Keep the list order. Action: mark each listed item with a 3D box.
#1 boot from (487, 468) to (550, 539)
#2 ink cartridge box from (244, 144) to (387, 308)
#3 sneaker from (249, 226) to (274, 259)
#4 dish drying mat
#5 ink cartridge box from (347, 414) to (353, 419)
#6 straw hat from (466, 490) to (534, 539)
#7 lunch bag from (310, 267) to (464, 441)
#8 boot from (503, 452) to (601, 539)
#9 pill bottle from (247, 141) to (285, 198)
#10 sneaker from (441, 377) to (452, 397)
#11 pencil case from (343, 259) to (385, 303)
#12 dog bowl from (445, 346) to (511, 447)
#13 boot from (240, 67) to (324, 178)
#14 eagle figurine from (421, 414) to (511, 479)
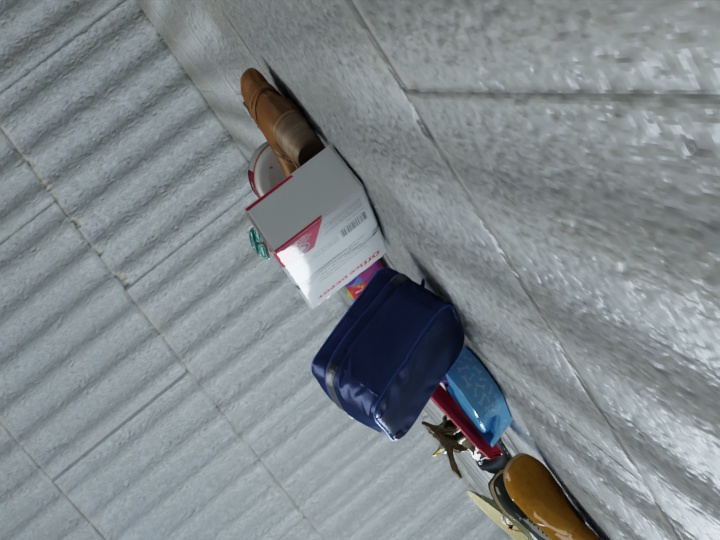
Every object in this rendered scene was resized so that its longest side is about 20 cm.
[{"bbox_3d":[0.318,0.429,1.488,0.199,0.078,0.138,41,174,-11],"label":"boot"},{"bbox_3d":[-0.054,-0.053,1.180,0.085,0.144,0.201,51,175,25],"label":"ink cartridge box"},{"bbox_3d":[-0.083,-0.077,1.380,0.092,0.196,0.079,-52,-49,-50],"label":"sneaker"},{"bbox_3d":[0.142,0.219,1.362,0.200,0.018,0.077,47,-169,24],"label":"dish drying mat"},{"bbox_3d":[0.035,0.152,1.452,0.047,0.199,0.161,48,174,26],"label":"ink cartridge box"},{"bbox_3d":[0.317,0.481,1.750,0.200,0.085,0.201,41,168,10],"label":"straw hat"},{"bbox_3d":[0.036,0.097,1.122,0.131,0.201,0.137,28,161,31],"label":"lunch bag"},{"bbox_3d":[0.292,0.354,1.228,0.202,0.071,0.144,53,171,-32],"label":"boot"},{"bbox_3d":[-0.124,-0.155,1.381,0.110,0.109,0.200,54,175,-14],"label":"pill bottle"},{"bbox_3d":[0.111,0.141,1.326,0.081,0.083,0.201,49,176,44],"label":"sneaker"},{"bbox_3d":[0.000,0.000,1.442,0.088,0.088,0.201,47,173,49],"label":"pencil case"},{"bbox_3d":[0.168,0.181,1.254,0.112,0.049,0.201,50,174,34],"label":"dog bowl"},{"bbox_3d":[-0.104,-0.183,1.226,0.155,0.073,0.201,50,163,22],"label":"boot"},{"bbox_3d":[0.200,0.315,1.653,0.198,0.148,0.156,12,-105,-50],"label":"eagle figurine"}]
